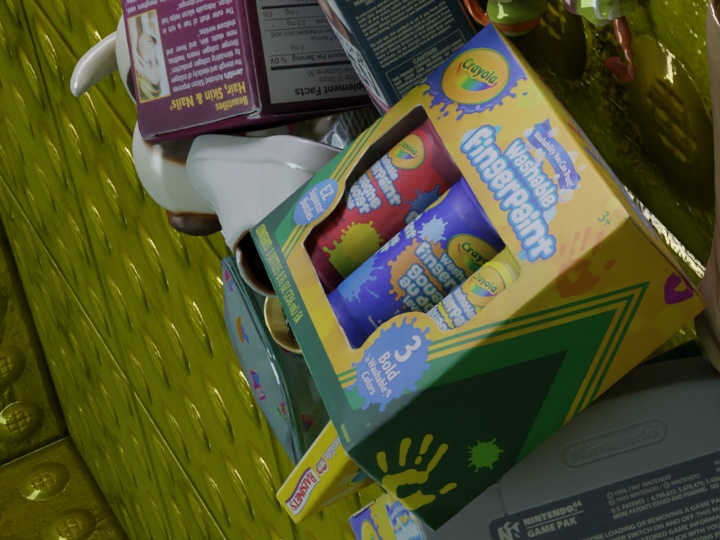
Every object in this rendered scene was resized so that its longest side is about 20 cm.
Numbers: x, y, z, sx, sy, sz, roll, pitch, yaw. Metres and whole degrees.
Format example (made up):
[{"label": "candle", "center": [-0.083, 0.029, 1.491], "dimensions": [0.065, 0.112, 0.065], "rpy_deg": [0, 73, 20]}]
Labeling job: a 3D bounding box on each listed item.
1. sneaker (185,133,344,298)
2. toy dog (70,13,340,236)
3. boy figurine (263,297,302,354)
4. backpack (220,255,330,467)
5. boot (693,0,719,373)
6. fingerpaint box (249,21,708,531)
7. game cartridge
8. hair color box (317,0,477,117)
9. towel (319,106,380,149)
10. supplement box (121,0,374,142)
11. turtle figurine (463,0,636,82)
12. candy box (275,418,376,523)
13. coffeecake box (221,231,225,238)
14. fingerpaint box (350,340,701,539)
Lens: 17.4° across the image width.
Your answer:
[{"label": "sneaker", "center": [-0.061, -0.030, 1.336], "dimensions": [0.200, 0.072, 0.085], "rpy_deg": [-176, 101, -72]}, {"label": "toy dog", "center": [-0.097, -0.119, 1.535], "dimensions": [0.200, 0.193, 0.140], "rpy_deg": [-94, 3, -52]}, {"label": "boy figurine", "center": [0.000, 0.000, 1.355], "dimensions": [0.200, 0.064, 0.125], "rpy_deg": [-27, 79, 64]}, {"label": "backpack", "center": [-0.011, 0.028, 1.598], "dimensions": [0.200, 0.153, 0.176], "rpy_deg": [101, 149, -54]}, {"label": "boot", "center": [0.190, -0.001, 0.984], "dimensions": [0.175, 0.066, 0.201], "rpy_deg": [55, 161, 37]}, {"label": "fingerpaint box", "center": [0.048, -0.004, 1.123], "dimensions": [0.073, 0.167, 0.200], "rpy_deg": [44, -168, -34]}, {"label": "game cartridge", "center": [0.130, 0.115, 1.122], "dimensions": [0.041, 0.199, 0.134], "rpy_deg": [-99, -9, -68]}, {"label": "hair color box", "center": [0.002, -0.162, 1.220], "dimensions": [0.201, 0.060, 0.100], "rpy_deg": [61, 178, -24]}, {"label": "towel", "center": [0.044, -0.030, 1.426], "dimensions": [0.201, 0.085, 0.166], "rpy_deg": [63, 165, 14]}, {"label": "supplement box", "center": [-0.068, -0.183, 1.356], "dimensions": [0.131, 0.103, 0.201], "rpy_deg": [-6, 92, 53]}, {"label": "turtle figurine", "center": [0.063, -0.179, 1.160], "dimensions": [0.200, 0.064, 0.162], "rpy_deg": [47, 156, 50]}, {"label": "candy box", "center": [0.050, 0.068, 1.281], "dimensions": [0.026, 0.200, 0.102], "rpy_deg": [54, 140, 14]}, {"label": "coffeecake box", "center": [-0.104, -0.138, 1.820], "dimensions": [0.154, 0.073, 0.200], "rpy_deg": [59, 164, 29]}, {"label": "fingerpaint box", "center": [0.097, 0.120, 1.273], "dimensions": [0.074, 0.166, 0.200], "rpy_deg": [65, 165, 8]}]
